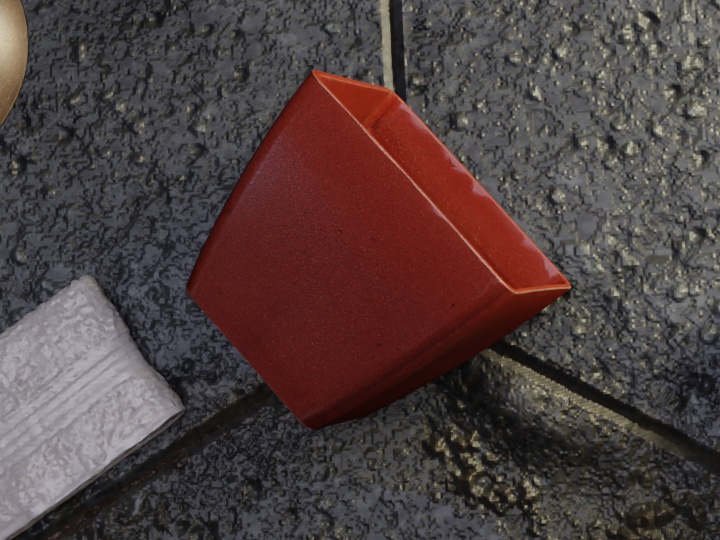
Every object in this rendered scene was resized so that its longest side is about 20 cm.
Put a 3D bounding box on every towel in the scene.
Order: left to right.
[{"bbox_3d":[-0.244,0.108,1.623,0.200,0.034,0.133,-36,80,3],"label":"towel"}]

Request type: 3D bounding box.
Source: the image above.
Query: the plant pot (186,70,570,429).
[{"bbox_3d":[0.000,0.000,1.527,0.176,0.200,0.200,-45,79,12],"label":"plant pot"}]

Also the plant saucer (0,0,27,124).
[{"bbox_3d":[-0.354,-0.171,1.673,0.200,0.037,0.201,-1,82,9],"label":"plant saucer"}]
